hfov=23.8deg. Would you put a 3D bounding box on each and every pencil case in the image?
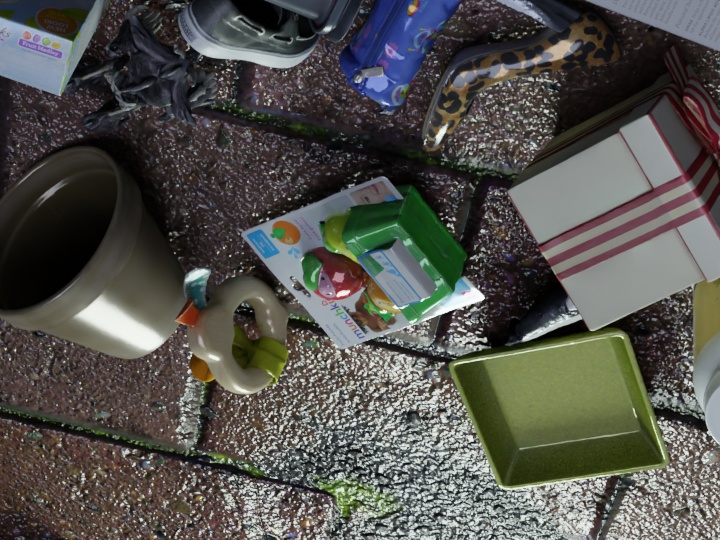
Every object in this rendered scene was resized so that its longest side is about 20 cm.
[{"bbox_3d":[0.048,-0.241,1.569,0.078,0.087,0.200,39,127,8],"label":"pencil case"}]

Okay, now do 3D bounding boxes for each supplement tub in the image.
[{"bbox_3d":[0.399,0.074,1.677,0.144,0.201,0.146,5,129,6],"label":"supplement tub"}]

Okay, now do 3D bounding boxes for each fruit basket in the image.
[{"bbox_3d":[0.000,0.000,1.767,0.199,0.094,0.185,-23,121,30],"label":"fruit basket"}]

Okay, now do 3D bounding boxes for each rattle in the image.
[{"bbox_3d":[-0.175,0.056,1.811,0.142,0.131,0.199,18,-179,37],"label":"rattle"}]

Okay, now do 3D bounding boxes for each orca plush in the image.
[{"bbox_3d":[0.233,0.010,1.764,0.199,0.072,0.105,-28,163,34],"label":"orca plush"}]

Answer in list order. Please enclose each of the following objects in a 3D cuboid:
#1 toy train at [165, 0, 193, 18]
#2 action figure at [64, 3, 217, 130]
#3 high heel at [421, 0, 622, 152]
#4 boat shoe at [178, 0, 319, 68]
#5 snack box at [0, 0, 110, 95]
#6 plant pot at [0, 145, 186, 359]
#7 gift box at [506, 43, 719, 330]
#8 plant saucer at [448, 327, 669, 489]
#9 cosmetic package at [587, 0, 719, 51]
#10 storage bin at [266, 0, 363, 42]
[{"bbox_3d":[-0.149,-0.246,1.558,0.045,0.200,0.034,-10,85,3],"label":"toy train"},{"bbox_3d":[-0.201,-0.193,1.634,0.199,0.102,0.119,-8,121,50],"label":"action figure"},{"bbox_3d":[0.149,-0.170,1.611,0.142,0.072,0.201,27,120,-3],"label":"high heel"},{"bbox_3d":[-0.086,-0.226,1.548,0.056,0.200,0.069,-36,79,28],"label":"boat shoe"},{"bbox_3d":[-0.317,-0.261,1.549,0.168,0.201,0.068,18,130,-5],"label":"snack box"},{"bbox_3d":[-0.275,0.000,1.776,0.199,0.201,0.174,-20,140,25],"label":"plant pot"},{"bbox_3d":[0.271,-0.085,1.593,0.186,0.200,0.185,-27,105,32],"label":"gift box"},{"bbox_3d":[0.220,0.142,1.865,0.199,0.048,0.201,-11,125,19],"label":"plant saucer"},{"bbox_3d":[0.270,-0.265,1.496,0.199,0.102,0.074,19,128,-3],"label":"cosmetic package"},{"bbox_3d":[-0.049,-0.307,1.435,0.133,0.146,0.201,12,126,-24],"label":"storage bin"}]
